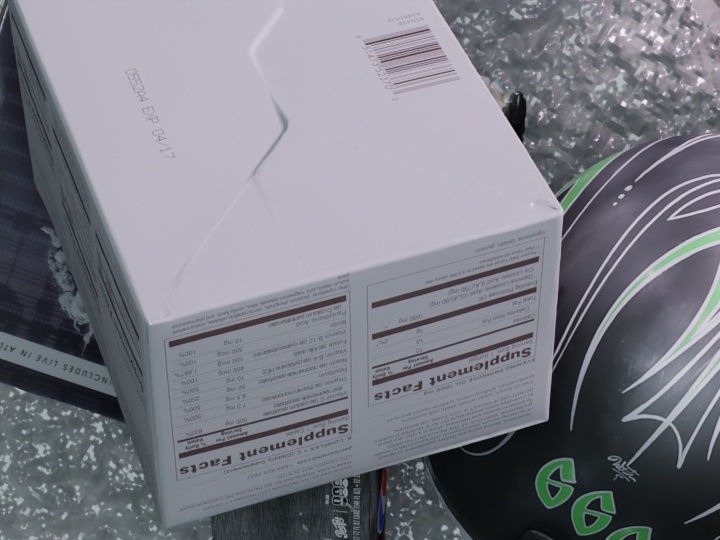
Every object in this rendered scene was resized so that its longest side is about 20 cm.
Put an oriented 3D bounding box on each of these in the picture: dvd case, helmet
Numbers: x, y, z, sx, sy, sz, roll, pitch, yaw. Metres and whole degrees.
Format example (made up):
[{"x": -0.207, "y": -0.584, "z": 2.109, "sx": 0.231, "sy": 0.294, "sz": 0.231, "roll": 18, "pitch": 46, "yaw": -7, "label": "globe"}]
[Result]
[{"x": -0.098, "y": -0.040, "z": 0.960, "sx": 0.148, "sy": 0.016, "sz": 0.201, "roll": 19, "pitch": 86, "yaw": -15, "label": "dvd case"}, {"x": 0.135, "y": 0.040, "z": 0.931, "sx": 0.200, "sy": 0.200, "sz": 0.191, "roll": 41, "pitch": 112, "yaw": 3, "label": "helmet"}]

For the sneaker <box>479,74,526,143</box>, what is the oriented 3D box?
[{"x": 0.000, "y": 0.000, "z": 1.002, "sx": 0.086, "sy": 0.078, "sz": 0.201, "roll": 24, "pitch": 89, "yaw": 19, "label": "sneaker"}]

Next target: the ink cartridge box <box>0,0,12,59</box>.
[{"x": -0.190, "y": -0.125, "z": 0.989, "sx": 0.115, "sy": 0.067, "sz": 0.201, "roll": 34, "pitch": 82, "yaw": 4, "label": "ink cartridge box"}]

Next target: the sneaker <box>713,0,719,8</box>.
[{"x": 0.226, "y": -0.112, "z": 0.948, "sx": 0.111, "sy": 0.077, "sz": 0.200, "roll": -42, "pitch": 106, "yaw": 7, "label": "sneaker"}]

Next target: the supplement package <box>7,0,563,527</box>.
[{"x": -0.032, "y": -0.028, "z": 0.857, "sx": 0.155, "sy": 0.111, "sz": 0.201, "roll": -14, "pitch": 47, "yaw": -14, "label": "supplement package"}]

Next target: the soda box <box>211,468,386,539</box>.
[{"x": -0.025, "y": 0.114, "z": 0.949, "sx": 0.070, "sy": 0.064, "sz": 0.201, "roll": 5, "pitch": 130, "yaw": 5, "label": "soda box"}]
